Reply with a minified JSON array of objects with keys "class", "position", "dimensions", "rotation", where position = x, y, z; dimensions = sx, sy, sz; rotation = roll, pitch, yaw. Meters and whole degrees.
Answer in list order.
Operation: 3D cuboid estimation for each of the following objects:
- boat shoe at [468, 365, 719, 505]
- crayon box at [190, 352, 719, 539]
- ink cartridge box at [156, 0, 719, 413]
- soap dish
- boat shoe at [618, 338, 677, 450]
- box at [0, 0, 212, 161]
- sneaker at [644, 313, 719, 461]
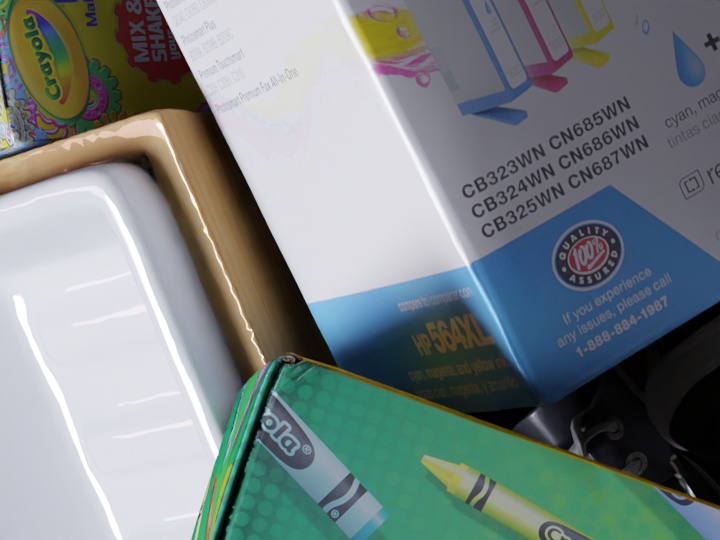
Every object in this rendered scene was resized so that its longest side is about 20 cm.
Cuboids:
[{"class":"boat shoe","position":[0.055,0.055,0.789],"dimensions":[0.201,0.072,0.063],"rotation":[55,-174,18]},{"class":"crayon box","position":[0.057,0.084,0.683],"dimensions":[0.199,0.059,0.119],"rotation":[20,172,-4]},{"class":"ink cartridge box","position":[0.028,-0.079,0.705],"dimensions":[0.201,0.128,0.125],"rotation":[63,160,-6]},{"class":"soap dish","position":[-0.063,0.054,0.811],"dimensions":[0.157,0.081,0.201],"rotation":[-15,103,42]},{"class":"boat shoe","position":[0.055,0.099,0.842],"dimensions":[0.072,0.067,0.202],"rotation":[174,105,-72]},{"class":"box","position":[-0.130,-0.125,0.884],"dimensions":[0.192,0.121,0.202],"rotation":[-12,85,51]},{"class":"sneaker","position":[0.139,0.044,0.677],"dimensions":[0.100,0.070,0.200],"rotation":[63,157,10]}]
